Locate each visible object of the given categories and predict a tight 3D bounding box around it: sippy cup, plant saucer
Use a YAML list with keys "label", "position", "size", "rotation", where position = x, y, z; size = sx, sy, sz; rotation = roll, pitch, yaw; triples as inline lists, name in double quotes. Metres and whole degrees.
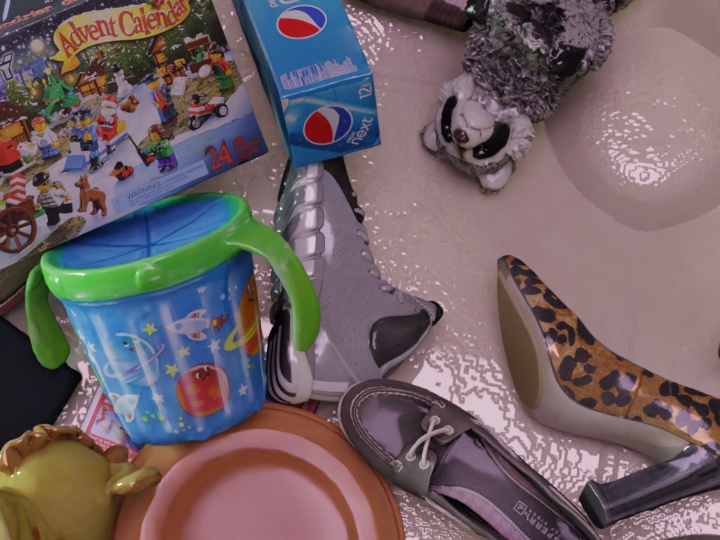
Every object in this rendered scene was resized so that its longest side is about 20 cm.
- label: "sippy cup"
  position: [-0.119, 0.034, 1.161]
  size: [0.139, 0.178, 0.131]
  rotation: [-23, 110, -26]
- label: "plant saucer"
  position: [-0.066, 0.180, 1.176]
  size: [0.199, 0.037, 0.201]
  rotation: [3, 75, -11]

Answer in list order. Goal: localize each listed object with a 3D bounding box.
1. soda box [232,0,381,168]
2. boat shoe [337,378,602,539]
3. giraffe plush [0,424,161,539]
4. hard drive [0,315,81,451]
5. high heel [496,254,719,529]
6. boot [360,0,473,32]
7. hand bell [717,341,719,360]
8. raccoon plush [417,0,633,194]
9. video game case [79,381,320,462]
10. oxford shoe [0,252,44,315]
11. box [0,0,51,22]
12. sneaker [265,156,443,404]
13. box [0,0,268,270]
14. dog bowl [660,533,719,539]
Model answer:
- label: "soda box"
  position: [-0.045, -0.165, 1.254]
  size: [0.064, 0.068, 0.200]
  rotation: [-15, 49, -6]
- label: "boat shoe"
  position: [0.076, 0.132, 1.179]
  size: [0.200, 0.057, 0.067]
  rotation: [37, 76, -5]
- label: "giraffe plush"
  position: [-0.215, 0.162, 1.113]
  size: [0.172, 0.201, 0.162]
  rotation: [33, 33, 21]
- label: "hard drive"
  position: [-0.285, 0.112, 1.176]
  size: [0.139, 0.033, 0.200]
  rotation: [40, 71, -26]
- label: "high heel"
  position: [0.179, 0.064, 1.232]
  size: [0.142, 0.071, 0.201]
  rotation: [-17, 69, -20]
- label: "boot"
  position: [0.061, -0.269, 1.331]
  size: [0.146, 0.070, 0.200]
  rotation: [36, 74, 12]
- label: "hand bell"
  position: [0.302, -0.028, 1.258]
  size: [0.104, 0.104, 0.201]
  rotation: [10, 60, 2]
- label: "raccoon plush"
  position: [0.131, -0.134, 1.298]
  size: [0.200, 0.134, 0.097]
  rotation: [-17, 52, -40]
- label: "video game case"
  position: [-0.125, 0.144, 1.214]
  size: [0.142, 0.017, 0.201]
  rotation: [20, 73, 5]
- label: "oxford shoe"
  position: [-0.276, -0.002, 1.223]
  size: [0.200, 0.075, 0.070]
  rotation: [-37, 59, -14]
- label: "box"
  position: [-0.225, -0.177, 1.244]
  size: [0.106, 0.122, 0.200]
  rotation: [-36, 67, -4]
- label: "sneaker"
  position: [0.000, 0.000, 1.246]
  size: [0.115, 0.075, 0.201]
  rotation: [9, 70, -13]
- label: "box"
  position: [-0.173, -0.098, 1.144]
  size: [0.199, 0.038, 0.137]
  rotation: [-25, 115, -9]
- label: "dog bowl"
  position: [0.216, 0.270, 1.160]
  size: [0.199, 0.059, 0.201]
  rotation: [0, 71, -1]
